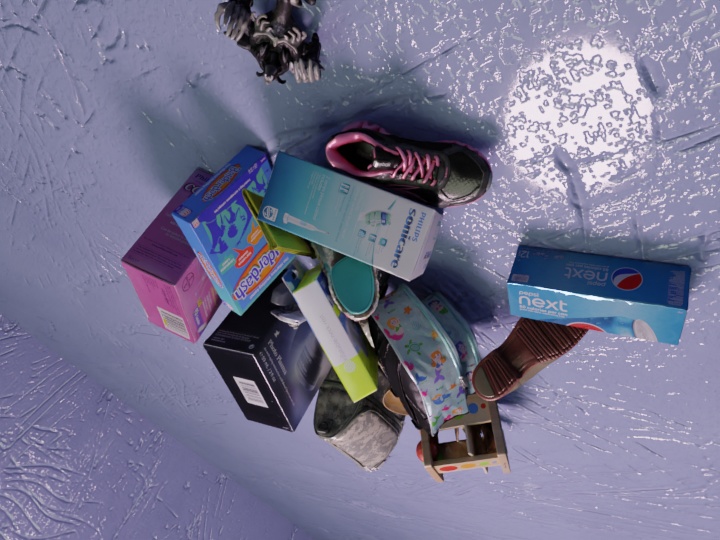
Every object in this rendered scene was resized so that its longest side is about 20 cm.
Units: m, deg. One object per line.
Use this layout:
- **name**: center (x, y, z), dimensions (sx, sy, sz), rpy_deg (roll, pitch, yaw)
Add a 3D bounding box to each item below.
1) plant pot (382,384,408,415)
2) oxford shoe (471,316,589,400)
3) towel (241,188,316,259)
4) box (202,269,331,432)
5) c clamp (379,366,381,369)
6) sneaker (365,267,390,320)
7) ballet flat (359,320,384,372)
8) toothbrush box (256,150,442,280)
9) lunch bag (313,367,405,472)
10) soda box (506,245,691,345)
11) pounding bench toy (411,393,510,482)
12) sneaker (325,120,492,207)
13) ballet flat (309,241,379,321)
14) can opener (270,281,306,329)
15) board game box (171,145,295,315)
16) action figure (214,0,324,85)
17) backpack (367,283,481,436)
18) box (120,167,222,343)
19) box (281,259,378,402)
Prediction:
- **plant pot**: center (0.135, 0.217, 1.001), dimensions (0.193, 0.028, 0.202), rpy_deg (-4, 146, -2)
- **oxford shoe**: center (0.240, 0.102, 0.758), dimensions (0.199, 0.071, 0.074), rpy_deg (-41, 154, 20)
- **towel**: center (-0.106, -0.058, 0.757), dimensions (0.087, 0.018, 0.200), rpy_deg (58, -172, 7)
- **box**: center (-0.147, 0.138, 0.994), dimensions (0.120, 0.200, 0.204), rpy_deg (4, 132, 29)
- **c clamp**: center (-0.007, 0.156, 1.090), dimensions (0.195, 0.027, 0.173), rpy_deg (23, 146, 11)
- **sneaker**: center (0.000, 0.000, 0.836), dimensions (0.085, 0.078, 0.202), rpy_deg (31, 145, 11)
- **ballet flat**: center (0.042, 0.129, 0.968), dimensions (0.202, 0.067, 0.076), rpy_deg (61, 177, -35)
- **toothbrush box**: center (-0.005, -0.065, 0.678), dimensions (0.195, 0.087, 0.146), rpy_deg (23, -173, 12)
- **lunch bag**: center (-0.001, 0.295, 1.118), dimensions (0.137, 0.171, 0.200), rpy_deg (6, 150, 39)
- **soda box**: center (0.283, 0.027, 0.667), dimensions (0.195, 0.065, 0.069), rpy_deg (10, 143, 28)
- **pounding bench toy**: center (0.185, 0.310, 1.006), dimensions (0.152, 0.127, 0.201), rpy_deg (-13, 145, 13)
- **sneaker**: center (0.047, -0.116, 0.611), dimensions (0.195, 0.095, 0.081), rpy_deg (16, 105, 18)
- **ballet flat**: center (-0.021, -0.006, 0.772), dimensions (0.074, 0.203, 0.065), rpy_deg (-21, 145, -3)
- **can opener**: center (-0.078, 0.047, 0.886), dimensions (0.051, 0.199, 0.068), rpy_deg (18, 101, 18)
- **board game box**: center (-0.174, -0.054, 0.818), dimensions (0.044, 0.153, 0.203), rpy_deg (24, 150, 29)
- **action figure**: center (-0.083, -0.247, 0.546), dimensions (0.116, 0.104, 0.201), rpy_deg (19, 146, -7)
- **backpack**: center (0.092, 0.120, 0.822), dimensions (0.178, 0.149, 0.202), rpy_deg (53, 175, 48)
- **box**: center (-0.266, -0.022, 0.890), dimensions (0.094, 0.203, 0.178), rpy_deg (21, 146, 9)
- **box**: center (-0.038, 0.075, 0.804), dimensions (0.047, 0.122, 0.204), rpy_deg (-27, 100, 8)
